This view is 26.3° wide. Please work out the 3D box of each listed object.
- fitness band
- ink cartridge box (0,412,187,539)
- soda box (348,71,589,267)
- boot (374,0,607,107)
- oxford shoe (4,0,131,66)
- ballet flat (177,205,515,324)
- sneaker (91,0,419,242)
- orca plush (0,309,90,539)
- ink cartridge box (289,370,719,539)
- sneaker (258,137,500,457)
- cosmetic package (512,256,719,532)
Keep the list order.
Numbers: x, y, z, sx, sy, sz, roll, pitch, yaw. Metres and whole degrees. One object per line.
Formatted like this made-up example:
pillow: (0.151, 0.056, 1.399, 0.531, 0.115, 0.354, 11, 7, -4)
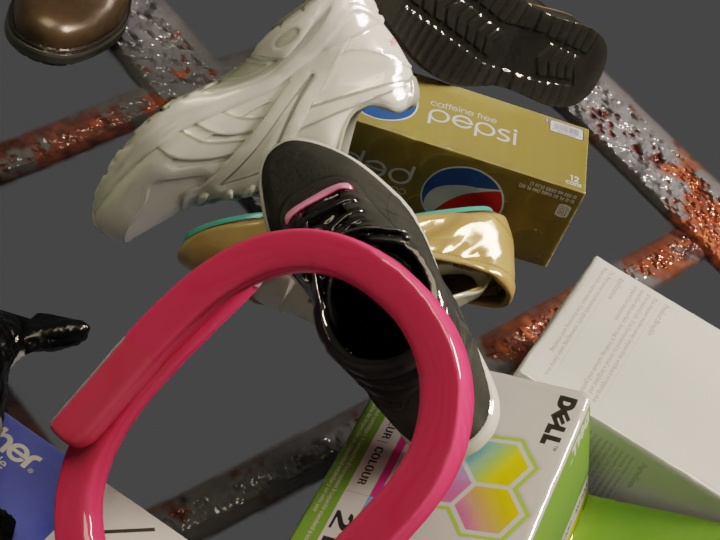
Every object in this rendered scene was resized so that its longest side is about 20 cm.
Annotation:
fitness band: (-0.044, 0.076, 0.642, 0.144, 0.037, 0.200, 44, 95, 15)
ink cartridge box: (-0.139, 0.140, 0.691, 0.200, 0.044, 0.094, 32, 46, 10)
soda box: (0.032, -0.072, 0.922, 0.200, 0.068, 0.064, 18, 44, -5)
boot: (0.045, -0.170, 0.967, 0.200, 0.077, 0.138, 24, 12, -45)
oxford shoe: (-0.162, -0.204, 0.959, 0.073, 0.084, 0.200, 24, 48, -1)
ballet flat: (0.000, 0.000, 0.853, 0.200, 0.069, 0.063, -5, 67, -22)
sneaker: (-0.054, -0.065, 0.834, 0.099, 0.200, 0.078, 54, 10, -3)
orca plush: (-0.168, 0.063, 0.656, 0.105, 0.071, 0.200, 45, 33, 0)
ink cartridge box: (0.086, 0.130, 0.715, 0.200, 0.076, 0.148, 11, 43, 21)
sneaker: (-0.002, -0.010, 0.722, 0.071, 0.099, 0.200, -31, 57, -1)
cosmetic package: (0.176, 0.095, 0.821, 0.200, 0.081, 0.113, 34, 48, 9)
